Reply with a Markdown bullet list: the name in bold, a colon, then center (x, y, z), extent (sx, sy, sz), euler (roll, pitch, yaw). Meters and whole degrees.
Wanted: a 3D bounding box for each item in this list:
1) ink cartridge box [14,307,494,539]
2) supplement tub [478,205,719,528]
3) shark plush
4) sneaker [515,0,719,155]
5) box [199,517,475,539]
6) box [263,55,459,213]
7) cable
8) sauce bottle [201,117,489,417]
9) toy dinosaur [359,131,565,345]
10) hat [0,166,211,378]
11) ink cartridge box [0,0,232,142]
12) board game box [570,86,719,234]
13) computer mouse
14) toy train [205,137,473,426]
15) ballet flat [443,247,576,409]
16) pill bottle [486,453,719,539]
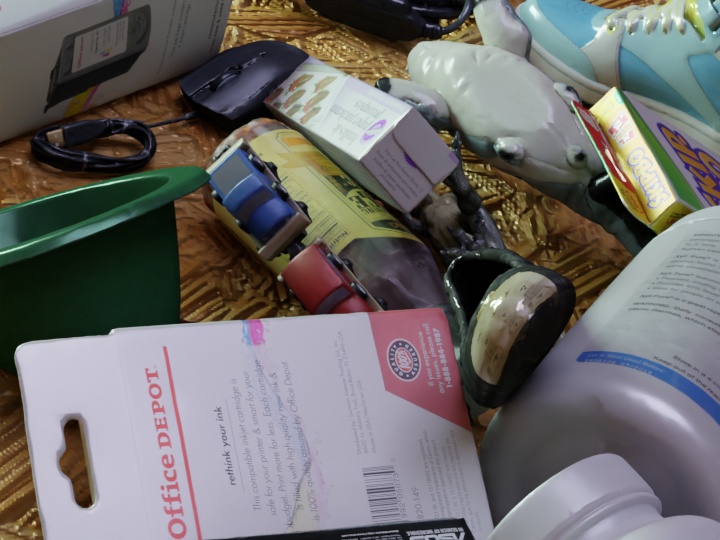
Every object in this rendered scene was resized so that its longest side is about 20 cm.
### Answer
- **ink cartridge box**: center (-0.053, 0.086, 1.082), extent (0.200, 0.068, 0.117), euler (-3, 68, -24)
- **supplement tub**: center (0.152, 0.065, 1.180), extent (0.132, 0.132, 0.200), euler (28, 37, 16)
- **shark plush**: center (0.102, -0.075, 1.388), extent (0.200, 0.083, 0.091), euler (30, 72, 24)
- **sneaker**: center (0.192, -0.151, 1.492), extent (0.200, 0.131, 0.080), euler (26, 37, 15)
- **box**: center (-0.027, 0.188, 0.976), extent (0.200, 0.086, 0.164), euler (-3, 39, -25)
- **box**: center (-0.003, -0.073, 1.305), extent (0.041, 0.039, 0.200), euler (47, -3, -19)
- **cable**: center (-0.010, -0.211, 1.562), extent (0.200, 0.051, 0.163), euler (18, 35, 4)
- **sauce bottle**: center (0.000, 0.000, 1.267), extent (0.066, 0.066, 0.200), euler (-19, 50, -40)
- **toy dinosaur**: center (0.058, -0.013, 1.289), extent (0.047, 0.088, 0.200), euler (-33, 50, -7)
- **hat**: center (-0.118, 0.056, 1.179), extent (0.200, 0.176, 0.166), euler (-9, 14, 40)
- **ink cartridge box**: center (-0.187, -0.157, 1.386), extent (0.148, 0.086, 0.200), euler (37, 41, 26)
- **board game box**: center (0.195, -0.029, 1.336), extent (0.200, 0.030, 0.096), euler (25, 29, -37)
- **computer mouse**: center (-0.097, -0.094, 1.381), extent (0.059, 0.034, 0.200), euler (39, 41, 27)
- **toy train**: center (-0.016, 0.011, 1.207), extent (0.200, 0.034, 0.046), euler (51, 12, 24)
- **ballet flat**: center (0.058, 0.021, 1.112), extent (0.057, 0.067, 0.200), euler (37, 0, 1)
- **pill bottle**: center (0.138, 0.174, 1.022), extent (0.112, 0.112, 0.200), euler (-18, 55, -39)
